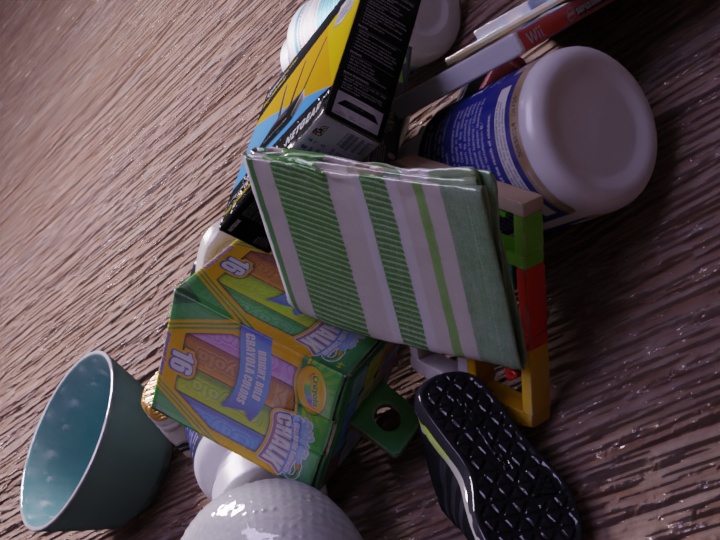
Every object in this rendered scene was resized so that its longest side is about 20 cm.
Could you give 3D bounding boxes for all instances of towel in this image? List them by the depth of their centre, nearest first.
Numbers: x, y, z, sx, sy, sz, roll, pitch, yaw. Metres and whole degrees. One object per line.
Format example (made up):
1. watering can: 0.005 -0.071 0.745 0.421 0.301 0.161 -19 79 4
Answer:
1. towel: 0.015 -0.013 0.886 0.199 0.153 0.023 10 39 35

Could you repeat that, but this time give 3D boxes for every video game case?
1. video game case: 0.130 -0.181 0.990 0.200 0.018 0.143 -34 8 -39

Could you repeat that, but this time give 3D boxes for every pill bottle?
1. pill bottle: 0.110 -0.079 0.947 0.200 0.115 0.116 -20 51 57
2. pill bottle: -0.094 0.140 1.130 0.116 0.115 0.200 -53 30 19
3. pill bottle: 0.000 -0.234 1.280 0.200 0.110 0.111 -17 53 54

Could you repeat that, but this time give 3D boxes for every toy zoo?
1. toy zoo: 0.080 0.027 0.916 0.131 0.020 0.201 23 127 47

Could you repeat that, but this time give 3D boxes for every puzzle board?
1. puzzle board: 0.171 -0.223 0.986 0.151 0.017 0.200 -34 7 -39

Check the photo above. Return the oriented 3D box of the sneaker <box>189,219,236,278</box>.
1. sneaker: -0.127 -0.002 1.221 0.076 0.200 0.111 -27 53 -8

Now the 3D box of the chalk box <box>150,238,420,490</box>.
1. chalk box: -0.044 0.078 1.019 0.124 0.199 0.124 -46 -24 -55

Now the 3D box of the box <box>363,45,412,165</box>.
1. box: -0.007 -0.085 1.019 0.110 0.035 0.201 -52 21 44

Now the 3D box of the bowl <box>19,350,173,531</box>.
1. bowl: -0.275 0.198 1.396 0.201 0.105 0.202 -40 37 38

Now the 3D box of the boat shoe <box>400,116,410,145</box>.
1. boat shoe: -0.020 -0.110 1.150 0.072 0.060 0.202 14 55 34

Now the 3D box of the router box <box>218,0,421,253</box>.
1. router box: -0.032 -0.119 0.981 0.200 0.051 0.150 -40 29 54

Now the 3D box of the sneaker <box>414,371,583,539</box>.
1. sneaker: 0.093 0.155 0.881 0.200 0.071 0.083 -115 17 -45

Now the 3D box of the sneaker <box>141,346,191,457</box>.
1. sneaker: -0.158 0.110 1.308 0.075 0.088 0.200 -18 26 27

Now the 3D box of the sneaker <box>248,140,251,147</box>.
1. sneaker: -0.068 -0.044 1.228 0.200 0.079 0.096 -106 27 -51

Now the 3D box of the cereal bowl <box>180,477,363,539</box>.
1. cereal bowl: -0.078 0.259 0.958 0.199 0.083 0.201 0 91 42

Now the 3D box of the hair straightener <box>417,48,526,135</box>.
1. hair straightener: 0.078 -0.101 1.130 0.201 0.041 0.077 -66 28 5
